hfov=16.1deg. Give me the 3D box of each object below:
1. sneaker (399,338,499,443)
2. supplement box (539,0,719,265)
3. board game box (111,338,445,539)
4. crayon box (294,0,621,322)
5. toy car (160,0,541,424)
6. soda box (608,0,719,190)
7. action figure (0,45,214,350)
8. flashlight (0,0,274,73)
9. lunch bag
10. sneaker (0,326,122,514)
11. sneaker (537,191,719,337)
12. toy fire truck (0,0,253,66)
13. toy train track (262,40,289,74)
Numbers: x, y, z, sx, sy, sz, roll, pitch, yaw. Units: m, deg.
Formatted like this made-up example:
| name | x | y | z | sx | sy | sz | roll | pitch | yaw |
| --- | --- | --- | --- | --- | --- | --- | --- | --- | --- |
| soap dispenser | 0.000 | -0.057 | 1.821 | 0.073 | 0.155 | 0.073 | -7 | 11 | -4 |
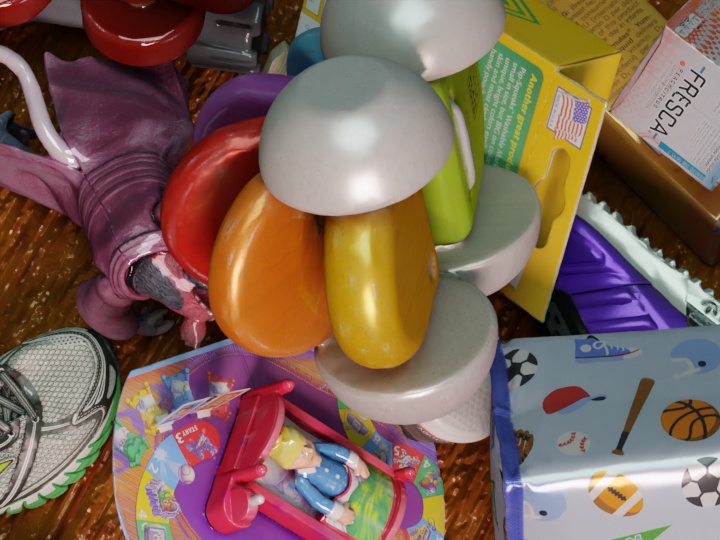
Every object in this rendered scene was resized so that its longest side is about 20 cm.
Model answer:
| name | x | y | z | sx | sy | sz | roll | pitch | yaw |
| --- | --- | --- | --- | --- | --- | --- | --- | --- | --- |
| sneaker | 0.000 | 0.000 | 1.252 | 0.077 | 0.082 | 0.200 | -20 | 84 | -27 |
| supplement box | 0.140 | -0.099 | 1.337 | 0.069 | 0.067 | 0.200 | -42 | 74 | -10 |
| board game box | -0.025 | 0.102 | 1.227 | 0.200 | 0.039 | 0.158 | -18 | 86 | -41 |
| crayon box | 0.050 | -0.080 | 1.259 | 0.052 | 0.126 | 0.200 | -17 | 42 | -41 |
| toy car | -0.010 | -0.039 | 1.135 | 0.150 | 0.175 | 0.200 | 2 | 40 | 20 |
| soda box | 0.206 | -0.122 | 1.287 | 0.068 | 0.064 | 0.200 | 38 | 43 | 9 |
| action figure | -0.115 | -0.041 | 1.284 | 0.134 | 0.149 | 0.200 | -48 | 42 | 13 |
| flashlight | -0.148 | -0.144 | 1.377 | 0.200 | 0.068 | 0.068 | 10 | 37 | 3 |
| lunch bag | 0.146 | 0.123 | 1.199 | 0.170 | 0.200 | 0.124 | -5 | 40 | 3 |
| sneaker | -0.207 | 0.095 | 1.282 | 0.200 | 0.085 | 0.078 | -35 | 72 | -9 |
| sneaker | 0.118 | 0.032 | 1.290 | 0.200 | 0.070 | 0.100 | 38 | 79 | 16 |
| toy fire truck | -0.133 | -0.210 | 1.306 | 0.200 | 0.112 | 0.168 | 15 | 64 | 8 |
| toy train track | 0.023 | -0.168 | 1.356 | 0.200 | 0.115 | 0.033 | -38 | 107 | 8 |
